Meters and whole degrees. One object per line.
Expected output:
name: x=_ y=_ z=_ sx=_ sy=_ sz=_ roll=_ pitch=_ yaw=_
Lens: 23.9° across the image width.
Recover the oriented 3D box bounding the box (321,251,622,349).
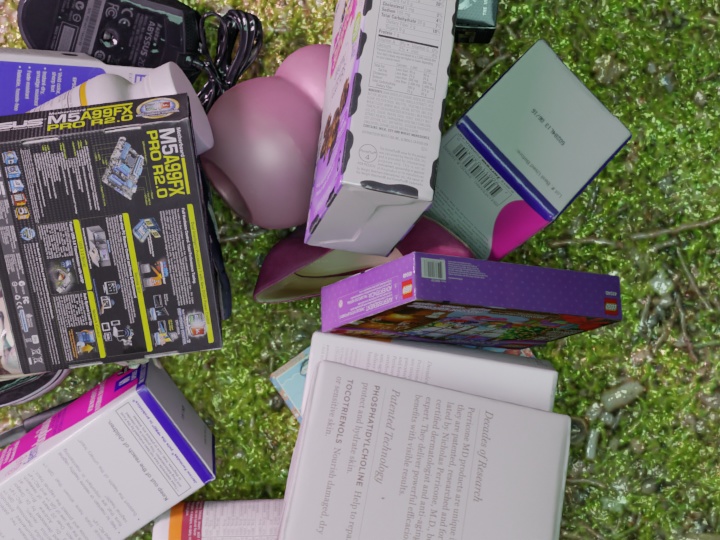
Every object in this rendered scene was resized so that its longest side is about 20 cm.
box: x=0.087 y=0.027 z=1.333 sx=0.198 sy=0.136 sz=0.040 roll=6 pitch=75 yaw=-31

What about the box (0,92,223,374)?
box: x=-0.192 y=-0.024 z=1.265 sx=0.158 sy=0.044 sz=0.202 roll=-8 pitch=122 yaw=-3

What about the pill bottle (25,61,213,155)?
pill bottle: x=-0.217 y=-0.084 z=1.312 sx=0.198 sy=0.104 sz=0.105 roll=-25 pitch=92 yaw=9

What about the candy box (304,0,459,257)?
candy box: x=0.016 y=-0.129 z=1.251 sx=0.071 sy=0.168 sz=0.202 roll=10 pitch=75 yaw=-8

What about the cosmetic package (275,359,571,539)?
cosmetic package: x=0.038 y=0.197 z=1.290 sx=0.198 sy=0.168 sz=0.168 roll=13 pitch=56 yaw=-3

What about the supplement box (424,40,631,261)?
supplement box: x=0.109 y=-0.079 z=1.326 sx=0.101 sy=0.200 sz=0.103 roll=46 pitch=67 yaw=-1

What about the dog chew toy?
dog chew toy: x=-0.034 y=-0.126 z=1.386 sx=0.200 sy=0.125 sz=0.125 roll=-41 pitch=91 yaw=-16

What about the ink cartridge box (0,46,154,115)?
ink cartridge box: x=-0.277 y=-0.083 z=1.398 sx=0.198 sy=0.043 sz=0.200 roll=3 pitch=110 yaw=-21

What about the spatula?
spatula: x=-0.302 y=0.144 z=1.459 sx=0.198 sy=0.021 sz=0.057 roll=-23 pitch=105 yaw=1

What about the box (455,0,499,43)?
box: x=0.092 y=-0.287 z=1.353 sx=0.050 sy=0.158 sz=0.202 roll=5 pitch=94 yaw=2

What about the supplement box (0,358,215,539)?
supplement box: x=-0.229 y=0.173 z=1.411 sx=0.199 sy=0.101 sz=0.104 roll=-35 pitch=105 yaw=3

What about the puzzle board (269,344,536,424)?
puzzle board: x=0.043 y=0.095 z=1.447 sx=0.199 sy=0.017 sz=0.151 roll=-35 pitch=92 yaw=3

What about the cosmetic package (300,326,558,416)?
cosmetic package: x=0.056 y=0.096 z=1.388 sx=0.198 sy=0.101 sz=0.072 roll=9 pitch=92 yaw=1

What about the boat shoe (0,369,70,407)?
boat shoe: x=-0.342 y=0.087 z=1.435 sx=0.198 sy=0.068 sz=0.073 roll=-7 pitch=93 yaw=3

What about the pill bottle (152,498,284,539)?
pill bottle: x=-0.070 y=0.245 z=1.411 sx=0.198 sy=0.110 sz=0.111 roll=-1 pitch=93 yaw=-1

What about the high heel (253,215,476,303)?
high heel: x=0.000 y=0.000 z=1.360 sx=0.096 sy=0.199 sz=0.068 roll=-54 pitch=135 yaw=-24

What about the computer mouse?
computer mouse: x=-0.189 y=-0.188 z=1.423 sx=0.198 sy=0.053 sz=0.140 roll=23 pitch=109 yaw=-4

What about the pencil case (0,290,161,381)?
pencil case: x=-0.260 y=0.050 z=1.369 sx=0.198 sy=0.078 sz=0.090 roll=-11 pitch=69 yaw=-3

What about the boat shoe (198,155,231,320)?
boat shoe: x=-0.146 y=-0.048 z=1.381 sx=0.074 sy=0.093 sz=0.202 roll=-19 pitch=111 yaw=-11
